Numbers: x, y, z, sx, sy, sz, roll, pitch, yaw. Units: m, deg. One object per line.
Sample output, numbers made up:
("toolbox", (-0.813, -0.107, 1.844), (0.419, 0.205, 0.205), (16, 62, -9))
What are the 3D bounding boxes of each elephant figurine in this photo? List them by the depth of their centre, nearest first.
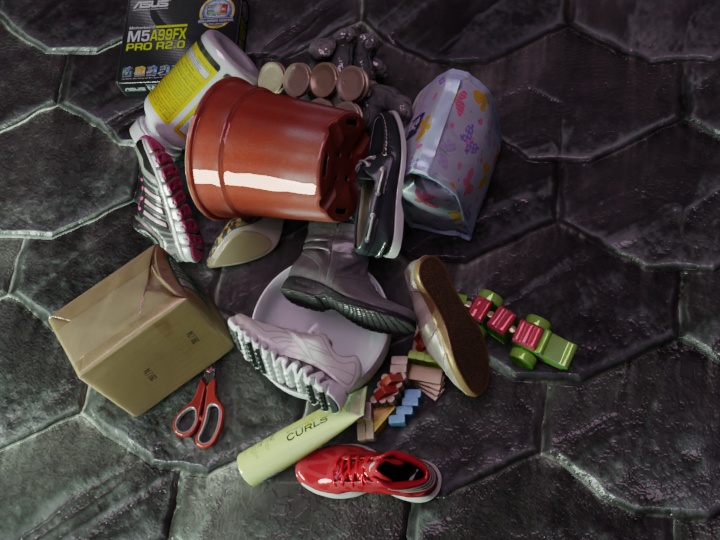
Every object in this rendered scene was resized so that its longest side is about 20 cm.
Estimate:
("elephant figurine", (-0.010, -0.244, 1.680), (0.140, 0.156, 0.201), (-15, 58, -4))

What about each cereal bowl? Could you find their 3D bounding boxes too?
("cereal bowl", (-0.049, 0.088, 1.595), (0.198, 0.083, 0.202), (-4, 67, 9))

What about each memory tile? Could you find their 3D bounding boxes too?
("memory tile", (-0.077, -0.224, 1.657), (0.199, 0.017, 0.155), (10, 96, 36))

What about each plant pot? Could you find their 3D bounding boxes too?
("plant pot", (-0.101, -0.152, 1.558), (0.194, 0.201, 0.202), (11, 71, 26))

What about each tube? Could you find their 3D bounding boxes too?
("tube", (-0.074, 0.220, 1.537), (0.199, 0.052, 0.058), (-32, 58, 16))

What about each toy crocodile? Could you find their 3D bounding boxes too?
("toy crocodile", (0.198, 0.076, 1.560), (0.199, 0.062, 0.068), (28, 76, 20))

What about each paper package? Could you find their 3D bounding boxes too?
("paper package", (-0.294, 0.086, 1.576), (0.190, 0.200, 0.104), (-35, 63, -2))

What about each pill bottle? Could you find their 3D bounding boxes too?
("pill bottle", (-0.254, -0.257, 1.740), (0.200, 0.112, 0.113), (-43, 65, 15))

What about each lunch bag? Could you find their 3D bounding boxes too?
("lunch bag", (0.117, -0.164, 1.599), (0.126, 0.200, 0.171), (14, 72, 16))

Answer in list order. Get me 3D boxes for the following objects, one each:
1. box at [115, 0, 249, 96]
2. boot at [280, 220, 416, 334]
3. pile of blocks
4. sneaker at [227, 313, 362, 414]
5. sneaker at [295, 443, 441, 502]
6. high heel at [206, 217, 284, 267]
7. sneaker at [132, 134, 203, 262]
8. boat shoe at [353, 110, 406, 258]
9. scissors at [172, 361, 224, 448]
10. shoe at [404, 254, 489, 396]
("box", (-0.285, -0.363, 1.846), (0.198, 0.044, 0.162), (0, 69, 12))
("boot", (0.000, 0.000, 1.542), (0.198, 0.070, 0.132), (19, 67, 14))
("pile of blocks", (0.063, 0.153, 1.558), (0.082, 0.062, 0.201), (32, 78, 21))
("sneaker", (-0.087, 0.109, 1.519), (0.199, 0.075, 0.081), (30, 64, 19))
("sneaker", (0.002, 0.254, 1.500), (0.198, 0.116, 0.079), (-1, 68, 11))
("high heel", (-0.157, -0.094, 1.719), (0.199, 0.071, 0.143), (-36, 38, 13))
("sneaker", (-0.305, -0.097, 1.701), (0.087, 0.074, 0.202), (-18, 98, 12))
("boat shoe", (0.022, -0.117, 1.519), (0.060, 0.076, 0.202), (4, 74, -20))
("scissors", (-0.210, 0.154, 1.642), (0.072, 0.014, 0.202), (10, 70, 18))
("shoe", (0.114, 0.075, 1.535), (0.070, 0.053, 0.202), (-27, 96, -38))
